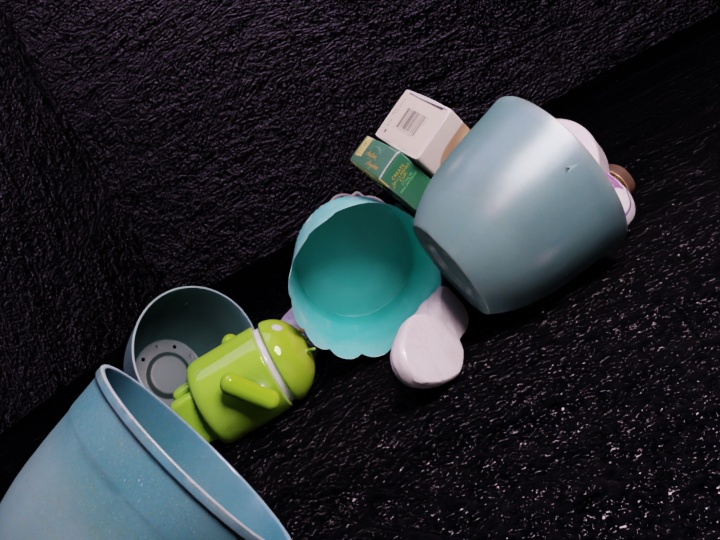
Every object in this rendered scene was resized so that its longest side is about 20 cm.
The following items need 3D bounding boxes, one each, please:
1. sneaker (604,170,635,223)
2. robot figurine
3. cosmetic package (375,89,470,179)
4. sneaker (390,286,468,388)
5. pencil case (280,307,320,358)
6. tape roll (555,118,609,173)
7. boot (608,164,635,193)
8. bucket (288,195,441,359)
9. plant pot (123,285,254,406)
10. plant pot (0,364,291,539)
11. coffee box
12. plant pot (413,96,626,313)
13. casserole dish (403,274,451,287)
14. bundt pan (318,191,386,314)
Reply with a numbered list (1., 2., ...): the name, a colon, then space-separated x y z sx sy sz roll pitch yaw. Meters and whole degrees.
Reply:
1. sneaker: 0.237 -0.125 0.824 0.073 0.114 0.201 -44 43 11
2. robot figurine: -0.145 0.143 0.897 0.198 0.117 0.175 -30 14 -3
3. cosmetic package: 0.122 -0.133 0.880 0.072 0.199 0.105 -53 41 4
4. sneaker: 0.062 0.088 0.745 0.088 0.076 0.200 -39 -1 24
5. pencil case: -0.075 0.086 1.085 0.089 0.085 0.200 -14 16 26
6. tape roll: 0.235 -0.109 0.933 0.201 0.037 0.206 -26 48 32
7. boot: 0.292 -0.102 0.990 0.075 0.074 0.199 -43 15 -18
8. bucket: 0.000 0.000 0.917 0.205 0.210 0.135 -29 17 2
9. plant pot: -0.278 0.148 1.083 0.200 0.202 0.160 -37 2 -39
10. plant pot: -0.179 0.208 0.496 0.188 0.200 0.200 -47 13 -13
11. coffee box: 0.083 -0.088 0.884 0.044 0.199 0.123 -51 28 5
12. plant pot: 0.153 -0.053 0.745 0.160 0.201 0.201 -40 10 -2
13. casserole dish: 0.112 -0.038 1.039 0.120 0.039 0.202 -28 33 51
14. bundt pan: -0.005 -0.015 1.082 0.201 0.203 0.076 -36 2 -36
